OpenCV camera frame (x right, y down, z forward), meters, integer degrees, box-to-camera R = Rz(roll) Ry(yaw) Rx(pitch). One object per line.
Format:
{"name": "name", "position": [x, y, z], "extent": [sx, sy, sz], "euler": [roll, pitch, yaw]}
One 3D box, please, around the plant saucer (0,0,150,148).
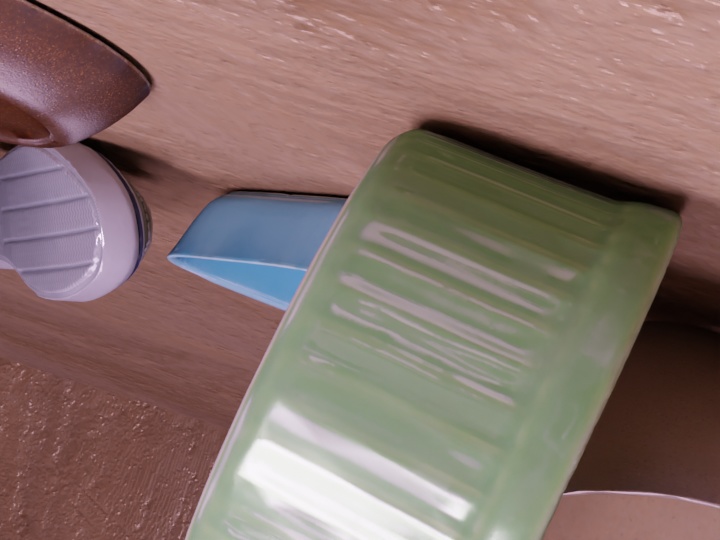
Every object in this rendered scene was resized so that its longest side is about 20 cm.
{"name": "plant saucer", "position": [-0.174, -0.085, 0.910], "extent": [0.199, 0.032, 0.200], "euler": [18, 172, 3]}

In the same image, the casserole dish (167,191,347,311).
{"name": "casserole dish", "position": [0.000, 0.000, 1.076], "extent": [0.121, 0.039, 0.200], "euler": [23, 171, -30]}

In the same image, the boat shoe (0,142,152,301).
{"name": "boat shoe", "position": [-0.132, -0.028, 1.151], "extent": [0.062, 0.072, 0.200], "euler": [-5, -173, -25]}

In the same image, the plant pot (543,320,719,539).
{"name": "plant pot", "position": [0.118, 0.101, 1.024], "extent": [0.199, 0.135, 0.201], "euler": [6, 137, 6]}

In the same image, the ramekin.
{"name": "ramekin", "position": [0.019, 0.052, 0.822], "extent": [0.097, 0.201, 0.200], "euler": [26, 173, 5]}
